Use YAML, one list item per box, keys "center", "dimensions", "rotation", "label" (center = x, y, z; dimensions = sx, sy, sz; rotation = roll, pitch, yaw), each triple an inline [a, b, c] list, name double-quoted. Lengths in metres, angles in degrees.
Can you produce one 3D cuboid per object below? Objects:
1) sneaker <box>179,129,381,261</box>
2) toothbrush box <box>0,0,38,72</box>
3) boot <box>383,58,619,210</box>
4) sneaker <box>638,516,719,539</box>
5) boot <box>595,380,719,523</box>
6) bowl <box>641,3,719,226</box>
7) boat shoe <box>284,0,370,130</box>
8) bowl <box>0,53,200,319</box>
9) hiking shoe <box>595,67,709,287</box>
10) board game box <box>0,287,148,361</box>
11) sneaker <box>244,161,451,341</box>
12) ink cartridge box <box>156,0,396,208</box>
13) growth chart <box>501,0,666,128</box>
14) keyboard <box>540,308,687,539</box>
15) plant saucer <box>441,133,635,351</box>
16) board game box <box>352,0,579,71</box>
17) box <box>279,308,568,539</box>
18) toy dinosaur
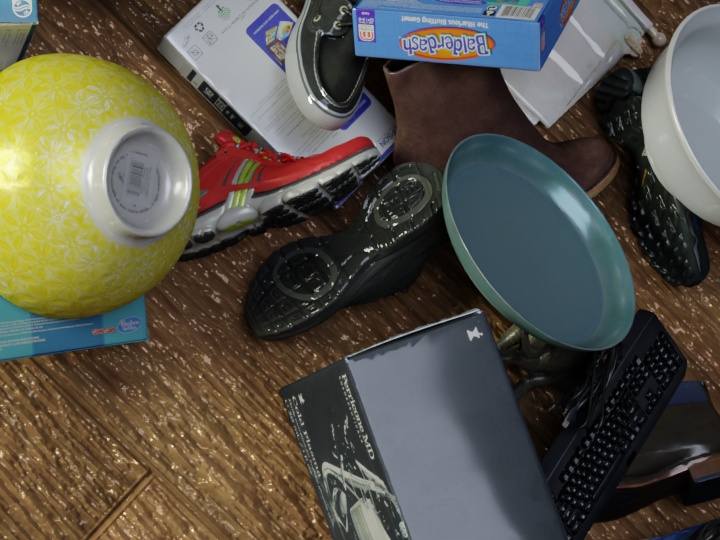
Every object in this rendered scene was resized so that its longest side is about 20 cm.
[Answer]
- center: [-0.084, -0.077, 1.495]
  dimensions: [0.200, 0.077, 0.085]
  rotation: [-19, 78, -1]
  label: "sneaker"
- center: [-0.302, -0.261, 1.442]
  dimensions: [0.085, 0.146, 0.200]
  rotation: [-3, 79, -18]
  label: "toothbrush box"
- center: [0.120, -0.121, 1.554]
  dimensions: [0.200, 0.072, 0.167]
  rotation: [-18, 122, -14]
  label: "boot"
- center: [0.252, 0.251, 1.541]
  dimensions: [0.200, 0.111, 0.077]
  rotation: [-13, 84, -20]
  label: "sneaker"
- center: [0.222, 0.152, 1.586]
  dimensions: [0.200, 0.075, 0.097]
  rotation: [-6, 60, -15]
  label: "boot"
- center: [0.302, -0.113, 1.569]
  dimensions: [0.201, 0.090, 0.201]
  rotation: [14, 65, -32]
  label: "bowl"
- center: [-0.015, -0.205, 1.536]
  dimensions: [0.069, 0.057, 0.200]
  rotation: [24, 51, -23]
  label: "boat shoe"
- center: [-0.184, -0.063, 1.369]
  dimensions: [0.200, 0.108, 0.200]
  rotation: [1, 88, -43]
  label: "bowl"
- center: [0.277, -0.087, 1.636]
  dimensions: [0.087, 0.074, 0.200]
  rotation: [-14, 88, -26]
  label: "hiking shoe"
- center: [-0.240, -0.037, 1.421]
  dimensions: [0.151, 0.047, 0.200]
  rotation: [-7, 94, -43]
  label: "board game box"
- center: [0.000, 0.000, 1.517]
  dimensions: [0.200, 0.091, 0.076]
  rotation: [-33, 57, 6]
  label: "sneaker"
- center: [-0.063, -0.148, 1.555]
  dimensions: [0.200, 0.039, 0.099]
  rotation: [46, 69, -4]
  label: "ink cartridge box"
- center: [0.160, -0.205, 1.650]
  dimensions: [0.200, 0.018, 0.145]
  rotation: [-39, 92, -21]
  label: "growth chart"
- center: [0.200, 0.122, 1.501]
  dimensions: [0.104, 0.040, 0.200]
  rotation: [48, 64, -28]
  label: "keyboard"
- center: [0.136, -0.018, 1.482]
  dimensions: [0.200, 0.027, 0.200]
  rotation: [27, 41, -27]
  label: "plant saucer"
- center: [0.096, -0.227, 1.527]
  dimensions: [0.152, 0.045, 0.200]
  rotation: [7, 33, 18]
  label: "board game box"
- center: [0.046, 0.153, 1.447]
  dimensions: [0.124, 0.197, 0.200]
  rotation: [-18, 85, -21]
  label: "box"
- center: [0.153, 0.060, 1.537]
  dimensions: [0.102, 0.200, 0.077]
  rotation: [-26, 60, 1]
  label: "toy dinosaur"
